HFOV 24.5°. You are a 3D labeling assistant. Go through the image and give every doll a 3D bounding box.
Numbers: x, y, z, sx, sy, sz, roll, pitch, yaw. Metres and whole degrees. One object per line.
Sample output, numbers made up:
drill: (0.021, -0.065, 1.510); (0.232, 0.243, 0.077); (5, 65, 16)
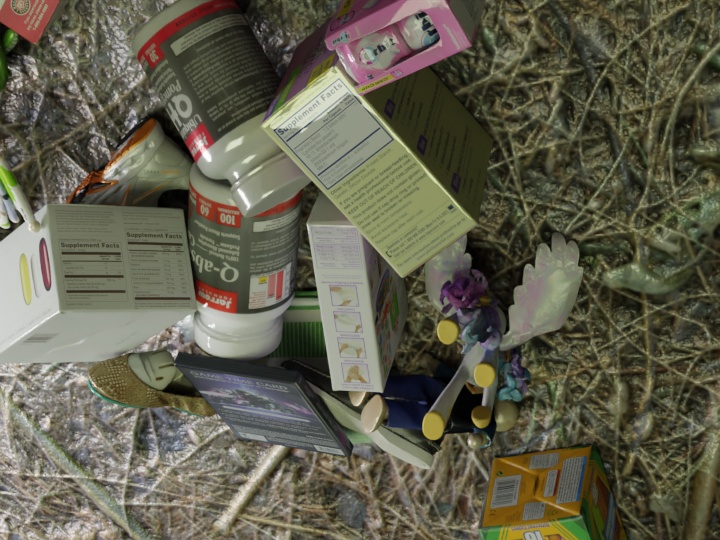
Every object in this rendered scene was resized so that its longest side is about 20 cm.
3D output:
doll: (0.086, 0.139, 1.755); (0.198, 0.137, 0.049); (9, 126, -32)

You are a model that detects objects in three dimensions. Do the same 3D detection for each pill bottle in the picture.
pill bottle: (-0.125, -0.157, 1.577); (0.110, 0.110, 0.201); (-34, 83, 31)
pill bottle: (-0.121, -0.016, 1.703); (0.115, 0.116, 0.202); (10, 121, 8)

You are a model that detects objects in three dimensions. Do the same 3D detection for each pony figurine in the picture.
pony figurine: (0.125, 0.059, 1.673); (0.165, 0.200, 0.195); (12, 110, 14)

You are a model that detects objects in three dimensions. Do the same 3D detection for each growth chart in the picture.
growth chart: (-0.391, -0.095, 1.608); (0.199, 0.018, 0.145); (18, 147, 32)

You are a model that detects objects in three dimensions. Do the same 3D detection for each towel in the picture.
towel: (-0.060, 0.109, 1.837); (0.151, 0.023, 0.202); (-2, 124, 16)

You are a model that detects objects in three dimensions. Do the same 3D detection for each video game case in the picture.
video game case: (-0.101, 0.146, 1.786); (0.141, 0.019, 0.200); (8, 154, 22)

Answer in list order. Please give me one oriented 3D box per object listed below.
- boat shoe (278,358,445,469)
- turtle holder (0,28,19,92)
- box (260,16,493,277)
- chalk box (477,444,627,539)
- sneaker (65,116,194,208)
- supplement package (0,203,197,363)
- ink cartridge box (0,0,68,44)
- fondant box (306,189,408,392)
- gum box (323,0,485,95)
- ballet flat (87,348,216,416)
boat shoe: (0.003, 0.141, 1.791); (0.199, 0.061, 0.074); (29, 164, -1)
turtle holder: (-0.437, -0.200, 1.652); (0.184, 0.132, 0.141); (-3, 135, 48)
box: (0.021, -0.128, 1.557); (0.096, 0.176, 0.200); (-34, 110, 26)
chalk box: (0.223, 0.313, 1.837); (0.123, 0.125, 0.201); (-11, 121, 21)
sneaker: (-0.248, -0.067, 1.740); (0.092, 0.076, 0.200); (39, 125, -18)
supplement package: (-0.286, 0.017, 1.702); (0.154, 0.112, 0.199); (1, 162, -35)
ink cartridge box: (-0.352, -0.336, 1.578); (0.199, 0.083, 0.147); (33, 125, -8)
fondant box: (0.000, 0.000, 1.672); (0.058, 0.145, 0.202); (0, 123, 14)
gum box: (0.047, -0.239, 1.463); (0.113, 0.201, 0.066); (-23, 115, 25)
ballet flat: (-0.212, 0.114, 1.809); (0.065, 0.199, 0.071); (-46, 61, 19)
